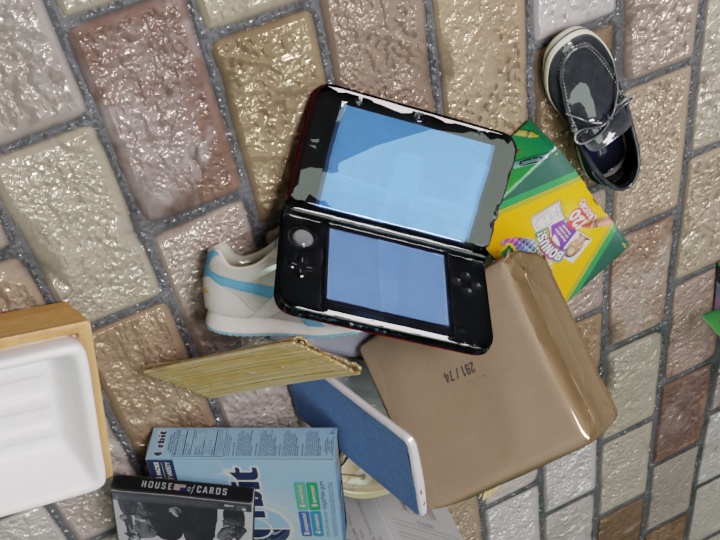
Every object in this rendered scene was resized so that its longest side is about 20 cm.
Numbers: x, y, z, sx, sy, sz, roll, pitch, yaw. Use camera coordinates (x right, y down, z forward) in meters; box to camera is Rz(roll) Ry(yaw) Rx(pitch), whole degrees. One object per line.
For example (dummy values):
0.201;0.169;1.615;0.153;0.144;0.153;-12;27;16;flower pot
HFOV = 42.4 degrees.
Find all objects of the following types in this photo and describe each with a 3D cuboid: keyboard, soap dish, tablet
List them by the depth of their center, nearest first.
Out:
-0.311;0.125;0.829;0.155;0.082;0.203;-12;131;-20;soap dish
-0.010;0.158;0.946;0.014;0.199;0.132;-36;139;-26;tablet
0.027;0.132;1.074;0.198;0.011;0.057;16;112;-38;keyboard

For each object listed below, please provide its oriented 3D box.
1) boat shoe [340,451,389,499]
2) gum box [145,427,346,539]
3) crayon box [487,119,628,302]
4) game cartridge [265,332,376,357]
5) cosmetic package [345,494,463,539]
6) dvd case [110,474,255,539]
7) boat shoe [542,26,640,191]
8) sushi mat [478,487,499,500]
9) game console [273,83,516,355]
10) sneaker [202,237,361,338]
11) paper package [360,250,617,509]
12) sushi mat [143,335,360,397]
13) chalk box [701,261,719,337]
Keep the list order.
-0.016;0.218;1.079;0.196;0.073;0.066;1;128;-22;boat shoe
-0.117;0.241;1.004;0.196;0.045;0.172;0;131;4;gum box
0.189;-0.049;0.977;0.119;0.059;0.200;-42;134;9;crayon box
0.000;0.000;0.931;0.132;0.041;0.202;12;120;-40;game cartridge
0.017;0.384;1.164;0.166;0.167;0.200;27;112;-41;cosmetic package
-0.189;0.296;1.010;0.147;0.025;0.202;6;133;-2;dvd case
0.234;-0.154;0.914;0.074;0.063;0.201;-32;133;2;boat shoe
0.183;0.164;1.061;0.095;0.012;0.203;-25;134;-52;sushi mat
0.036;-0.042;0.801;0.196;0.174;0.120;13;134;-12;game console
-0.048;0.012;0.849;0.196;0.077;0.082;-2;106;0;sneaker
0.127;0.111;0.929;0.199;0.193;0.103;-33;164;32;paper package
-0.103;0.093;0.873;0.197;0.012;0.095;-13;149;34;sushi mat
0.542;0.045;1.206;0.197;0.125;0.125;-25;134;-6;chalk box
